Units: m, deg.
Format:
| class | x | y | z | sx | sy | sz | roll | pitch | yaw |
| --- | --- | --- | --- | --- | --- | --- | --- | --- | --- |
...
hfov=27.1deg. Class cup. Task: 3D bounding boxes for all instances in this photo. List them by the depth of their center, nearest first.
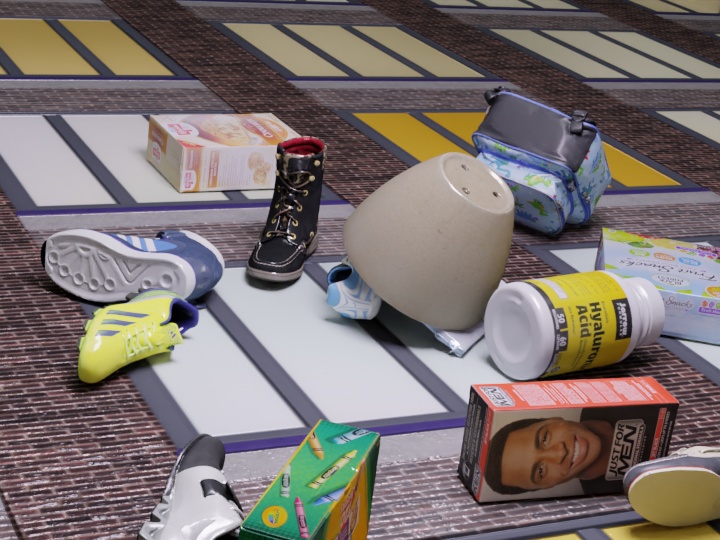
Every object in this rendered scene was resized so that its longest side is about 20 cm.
| class | x | y | z | sx | sy | sz | roll | pitch | yaw |
| --- | --- | --- | --- | --- | --- | --- | --- | --- | --- |
| cup | 0.099 | -0.052 | 1.744 | 0.200 | 0.143 | 0.201 | 23 | 34 | -17 |

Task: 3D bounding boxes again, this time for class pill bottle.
| class | x | y | z | sx | sy | sz | roll | pitch | yaw |
| --- | --- | --- | --- | --- | --- | --- | --- | --- | --- |
| pill bottle | 0.250 | 0.058 | 1.716 | 0.199 | 0.112 | 0.111 | -8 | 26 | -34 |

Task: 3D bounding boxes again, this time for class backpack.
| class | x | y | z | sx | sy | sz | roll | pitch | yaw |
| --- | --- | --- | --- | --- | --- | --- | --- | --- | --- |
| backpack | 0.258 | -0.141 | 2.156 | 0.183 | 0.147 | 0.200 | 23 | -15 | 30 |

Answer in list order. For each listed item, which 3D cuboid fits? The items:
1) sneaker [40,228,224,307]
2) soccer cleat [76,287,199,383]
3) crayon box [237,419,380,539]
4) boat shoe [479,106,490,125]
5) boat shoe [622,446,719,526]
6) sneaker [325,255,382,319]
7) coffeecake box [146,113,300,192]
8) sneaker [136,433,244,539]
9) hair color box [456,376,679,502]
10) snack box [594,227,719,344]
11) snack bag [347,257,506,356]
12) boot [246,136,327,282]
| class | x | y | z | sx | sy | sz | roll | pitch | yaw |
| --- | --- | --- | --- | --- | --- | --- | --- | --- | --- |
| sneaker | -0.261 | -0.010 | 1.781 | 0.199 | 0.081 | 0.146 | 10 | 13 | 16 |
| soccer cleat | -0.236 | 0.068 | 1.593 | 0.083 | 0.065 | 0.200 | 15 | 22 | 13 |
| crayon box | -0.043 | 0.217 | 1.199 | 0.058 | 0.119 | 0.200 | 12 | 22 | 13 |
| boat shoe | 0.237 | -0.237 | 2.525 | 0.072 | 0.073 | 0.200 | 3 | 21 | -10 |
| boat shoe | 0.328 | 0.199 | 1.430 | 0.199 | 0.071 | 0.063 | 3 | 36 | -27 |
| sneaker | 0.000 | 0.000 | 1.834 | 0.072 | 0.072 | 0.200 | 19 | 21 | 0 |
| coffeecake box | -0.199 | -0.177 | 2.224 | 0.199 | 0.073 | 0.153 | -4 | 25 | -27 |
| sneaker | -0.128 | 0.213 | 1.253 | 0.088 | 0.074 | 0.200 | 10 | 31 | 6 |
| hair color box | 0.201 | 0.162 | 1.447 | 0.199 | 0.102 | 0.061 | -1 | 23 | -19 |
| snack box | 0.390 | 0.018 | 1.930 | 0.168 | 0.068 | 0.200 | 10 | 23 | 4 |
| snack bag | 0.090 | 0.008 | 1.810 | 0.188 | 0.021 | 0.200 | 41 | 30 | 10 |
| boot | -0.090 | -0.078 | 1.896 | 0.073 | 0.151 | 0.200 | 12 | 21 | 12 |
